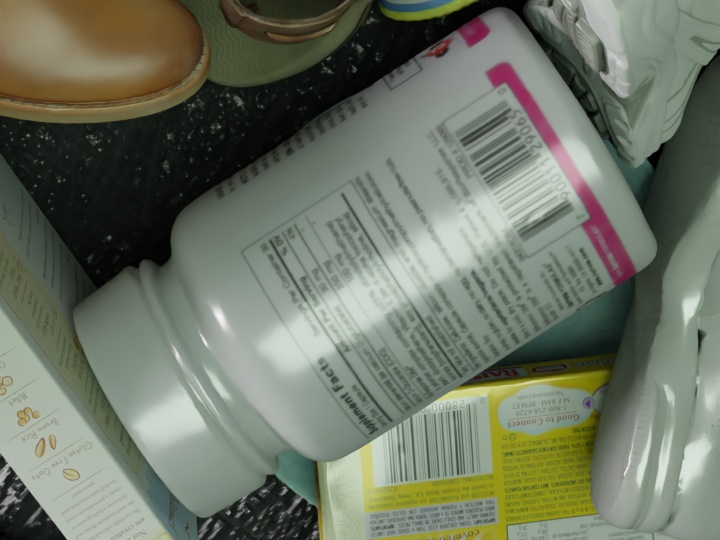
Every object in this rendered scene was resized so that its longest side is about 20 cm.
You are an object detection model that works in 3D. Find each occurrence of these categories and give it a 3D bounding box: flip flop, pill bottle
[{"bbox_3d":[-0.018,-0.117,0.846,0.057,0.200,0.081,-32,99,-35],"label":"flip flop"},{"bbox_3d":[0.000,0.000,0.873,0.199,0.113,0.114,-32,110,4],"label":"pill bottle"}]

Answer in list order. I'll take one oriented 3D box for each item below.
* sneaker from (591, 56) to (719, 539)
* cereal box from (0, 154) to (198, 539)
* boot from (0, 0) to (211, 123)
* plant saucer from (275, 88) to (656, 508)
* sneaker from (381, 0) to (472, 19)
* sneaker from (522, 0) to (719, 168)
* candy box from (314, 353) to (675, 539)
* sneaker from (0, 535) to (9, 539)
[{"bbox_3d":[0.155,0.008,0.907,0.088,0.075,0.201,13,98,-10],"label":"sneaker"},{"bbox_3d":[-0.130,0.018,0.884,0.039,0.144,0.201,-31,109,6],"label":"cereal box"},{"bbox_3d":[-0.138,-0.139,0.825,0.199,0.074,0.155,17,139,-4],"label":"boot"},{"bbox_3d":[0.035,0.011,0.963,0.200,0.039,0.202,-2,108,-7],"label":"plant saucer"},{"bbox_3d":[0.078,-0.177,0.884,0.199,0.074,0.082,-33,108,1],"label":"sneaker"},{"bbox_3d":[0.116,-0.099,0.838,0.099,0.200,0.078,-34,83,0],"label":"sneaker"},{"bbox_3d":[0.081,0.087,0.961,0.199,0.026,0.103,-6,109,-7],"label":"candy box"},{"bbox_3d":[-0.156,0.157,0.963,0.199,0.074,0.083,24,105,-14],"label":"sneaker"}]
